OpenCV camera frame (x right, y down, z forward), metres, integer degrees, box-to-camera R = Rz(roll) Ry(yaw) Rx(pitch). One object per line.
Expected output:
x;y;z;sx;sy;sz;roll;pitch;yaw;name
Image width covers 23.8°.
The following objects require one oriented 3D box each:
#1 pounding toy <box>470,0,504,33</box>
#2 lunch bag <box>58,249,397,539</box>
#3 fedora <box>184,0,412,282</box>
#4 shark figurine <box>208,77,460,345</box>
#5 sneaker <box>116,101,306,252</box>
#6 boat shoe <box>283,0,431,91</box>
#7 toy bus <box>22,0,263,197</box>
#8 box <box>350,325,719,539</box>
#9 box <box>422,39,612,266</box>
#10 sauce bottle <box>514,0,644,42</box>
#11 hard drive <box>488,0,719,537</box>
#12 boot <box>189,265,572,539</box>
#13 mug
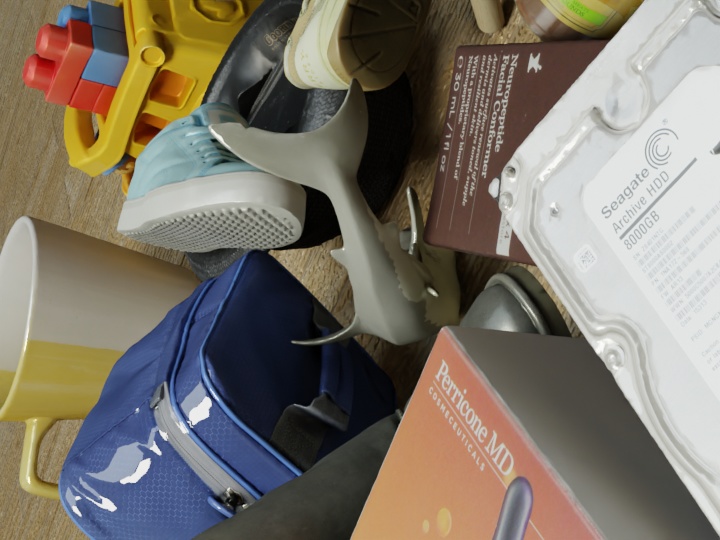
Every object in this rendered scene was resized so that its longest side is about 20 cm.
0.058;-0.225;0.820;0.200;0.183;0.143;-11;70;56;pounding toy
-0.060;0.085;0.909;0.132;0.136;0.200;-43;15;19;lunch bag
-0.031;-0.075;1.034;0.200;0.091;0.202;-38;44;48;fedora
-0.002;0.006;0.850;0.089;0.214;0.129;-20;66;11;shark figurine
-0.084;-0.057;0.940;0.200;0.074;0.083;-1;77;61;sneaker
0.019;-0.186;0.935;0.063;0.073;0.202;3;65;49;boat shoe
-0.146;-0.116;1.195;0.136;0.191;0.200;-104;32;-41;toy bus
0.071;0.148;0.685;0.152;0.106;0.201;54;130;50;box
0.106;-0.045;0.746;0.200;0.075;0.101;12;92;65;box
0.137;-0.173;0.736;0.200;0.064;0.065;128;144;-48;sauce bottle
0.140;-0.004;0.588;0.140;0.038;0.201;-49;54;28;hard drive
-0.007;0.095;0.755;0.073;0.199;0.182;55;153;32;boot
-0.196;0.063;1.279;0.149;0.152;0.188;-132;56;-60;mug
